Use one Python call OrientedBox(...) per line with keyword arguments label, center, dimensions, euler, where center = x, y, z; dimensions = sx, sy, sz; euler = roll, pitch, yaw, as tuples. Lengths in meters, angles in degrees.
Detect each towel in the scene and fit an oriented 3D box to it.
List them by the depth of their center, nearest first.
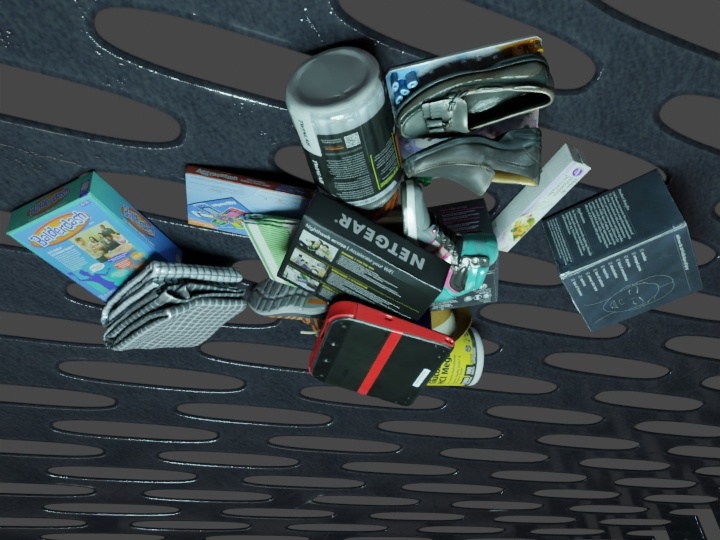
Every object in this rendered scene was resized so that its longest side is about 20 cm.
OrientedBox(label="towel", center=(-0.060, -0.020, 0.940), dimensions=(0.195, 0.024, 0.154), euler=(6, 143, 21))
OrientedBox(label="towel", center=(-0.292, 0.065, 1.035), dimensions=(0.198, 0.087, 0.164), euler=(-30, 157, 37))

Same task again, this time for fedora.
OrientedBox(label="fedora", center=(0.090, 0.074, 1.123), dimensions=(0.196, 0.201, 0.083), euler=(-14, 113, 7))

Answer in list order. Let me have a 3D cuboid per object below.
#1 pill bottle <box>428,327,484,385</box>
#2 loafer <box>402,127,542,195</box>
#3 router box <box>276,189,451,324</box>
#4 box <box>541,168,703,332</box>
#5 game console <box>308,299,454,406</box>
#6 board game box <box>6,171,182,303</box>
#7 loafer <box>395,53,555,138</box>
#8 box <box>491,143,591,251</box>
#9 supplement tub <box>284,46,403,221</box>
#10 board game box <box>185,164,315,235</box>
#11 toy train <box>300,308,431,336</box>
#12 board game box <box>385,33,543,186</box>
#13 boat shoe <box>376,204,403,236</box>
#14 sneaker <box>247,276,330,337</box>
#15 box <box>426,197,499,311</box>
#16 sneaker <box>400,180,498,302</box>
OrientedBox(label="pill bottle", center=(0.128, 0.163, 1.260), dimensions=(0.195, 0.114, 0.113), euler=(2, 142, -13))
OrientedBox(label="loafer", center=(0.149, -0.133, 0.840), dimensions=(0.195, 0.074, 0.073), euler=(-11, 179, -13))
OrientedBox(label="router box", center=(0.000, 0.000, 0.862), dimensions=(0.197, 0.052, 0.150), euler=(28, 144, -5))
OrientedBox(label="box", center=(0.427, -0.025, 1.070), dimensions=(0.194, 0.126, 0.200), euler=(-23, 139, 21))
OrientedBox(label="game console", center=(0.022, 0.122, 0.932), dimensions=(0.173, 0.032, 0.201), euler=(16, 143, -6))
OrientedBox(label="board game box", center=(-0.382, -0.041, 0.963), dimensions=(0.149, 0.046, 0.201), euler=(-20, 142, 15))
OrientedBox(label="loafer", center=(0.137, -0.202, 0.797), dimensions=(0.196, 0.064, 0.072), euler=(-19, 143, 12))
OrientedBox(label="box", center=(0.267, -0.106, 1.005), dimensions=(0.038, 0.042, 0.201), euler=(13, 137, -26))
OrientedBox(label="supplement tub", center=(-0.012, -0.160, 0.818), dimensions=(0.120, 0.124, 0.202), euler=(-12, 142, 5))
OrientedBox(label="board game box", center=(-0.149, -0.088, 0.934), dimensions=(0.195, 0.020, 0.104), euler=(11, 139, -4))
OrientedBox(label="toy train", center=(0.017, 0.116, 1.010), dimensions=(0.195, 0.086, 0.117), euler=(-8, 133, 9))
OrientedBox(label="board game box", center=(0.143, -0.200, 0.876), dimensions=(0.195, 0.026, 0.202), euler=(-12, 142, 4))
OrientedBox(label="boat shoe", center=(0.006, -0.075, 0.972), dimensions=(0.195, 0.073, 0.073), euler=(4, 135, 20))
OrientedBox(label="sneaker", center=(-0.094, 0.073, 1.078), dimensions=(0.197, 0.078, 0.113), euler=(6, 146, 39))
OrientedBox(label="box", center=(0.109, -0.016, 1.029), dimensions=(0.195, 0.117, 0.133), euler=(-9, 144, 4))
OrientedBox(label="sneaker", center=(0.121, -0.040, 0.871), dimensions=(0.118, 0.085, 0.202), euler=(-10, 132, 9))
